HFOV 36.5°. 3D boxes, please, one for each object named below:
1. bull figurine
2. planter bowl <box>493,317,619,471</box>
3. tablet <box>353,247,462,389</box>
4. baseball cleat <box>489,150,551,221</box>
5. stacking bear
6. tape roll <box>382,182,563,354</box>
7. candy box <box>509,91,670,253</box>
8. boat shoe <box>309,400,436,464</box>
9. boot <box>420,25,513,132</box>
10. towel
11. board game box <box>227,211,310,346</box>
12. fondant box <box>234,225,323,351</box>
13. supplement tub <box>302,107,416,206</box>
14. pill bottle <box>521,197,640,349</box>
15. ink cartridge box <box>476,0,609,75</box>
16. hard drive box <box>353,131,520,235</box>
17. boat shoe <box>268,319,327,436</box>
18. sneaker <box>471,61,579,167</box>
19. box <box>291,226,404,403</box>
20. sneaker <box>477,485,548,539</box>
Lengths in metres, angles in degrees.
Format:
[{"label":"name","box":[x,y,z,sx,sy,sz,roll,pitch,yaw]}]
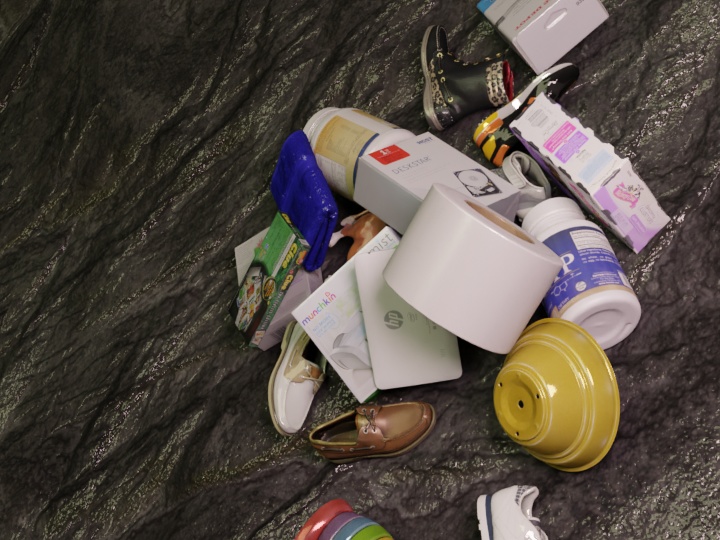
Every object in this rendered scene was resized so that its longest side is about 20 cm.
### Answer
[{"label":"bull figurine","box":[0.000,0.000,1.759,0.120,0.065,0.203,1,78,43]},{"label":"planter bowl","box":[0.231,0.167,1.407,0.199,0.083,0.204,11,105,51]},{"label":"tablet","box":[0.068,0.066,1.555,0.128,0.203,0.014,-9,11,7]},{"label":"baseball cleat","box":[0.215,-0.142,1.665,0.199,0.108,0.069,24,43,38]},{"label":"stacking bear","box":[0.015,0.411,1.486,0.199,0.121,0.115,30,91,35]},{"label":"tape roll","box":[0.146,-0.005,1.426,0.203,0.201,0.140,43,108,45]},{"label":"candy box","box":[0.321,-0.137,1.532,0.072,0.168,0.200,-45,45,5]},{"label":"boat shoe","box":[0.015,0.238,1.613,0.198,0.068,0.073,-25,49,23]},{"label":"boot","box":[0.181,-0.341,1.840,0.152,0.073,0.206,-14,60,28]},{"label":"towel","box":[-0.099,-0.116,1.809,0.149,0.049,0.201,109,148,-41]},{"label":"board game box","box":[-0.153,0.014,1.792,0.201,0.023,0.105,-60,38,21]},{"label":"fondant box","box":[-0.139,0.017,1.880,0.143,0.058,0.202,-29,50,22]},{"label":"supplement tub","box":[0.001,-0.190,1.835,0.199,0.144,0.145,31,84,45]},{"label":"pill bottle","box":[0.295,0.001,1.501,0.119,0.120,0.202,-33,48,18]},{"label":"ink cartridge box","box":[0.290,-0.419,1.756,0.145,0.084,0.201,-40,30,11]},{"label":"hard drive box","box":[0.112,-0.112,1.626,0.155,0.078,0.199,-25,47,-37]},{"label":"boat shoe","box":[-0.094,0.164,1.742,0.068,0.075,0.202,-17,54,36]},{"label":"sneaker","box":[0.276,-0.238,1.715,0.199,0.070,0.090,-37,72,6]},{"label":"box","box":[0.031,0.065,1.640,0.200,0.097,0.177,-41,79,10]},{"label":"sneaker","box":[0.202,0.370,1.386,0.080,0.076,0.202,-18,55,17]}]
